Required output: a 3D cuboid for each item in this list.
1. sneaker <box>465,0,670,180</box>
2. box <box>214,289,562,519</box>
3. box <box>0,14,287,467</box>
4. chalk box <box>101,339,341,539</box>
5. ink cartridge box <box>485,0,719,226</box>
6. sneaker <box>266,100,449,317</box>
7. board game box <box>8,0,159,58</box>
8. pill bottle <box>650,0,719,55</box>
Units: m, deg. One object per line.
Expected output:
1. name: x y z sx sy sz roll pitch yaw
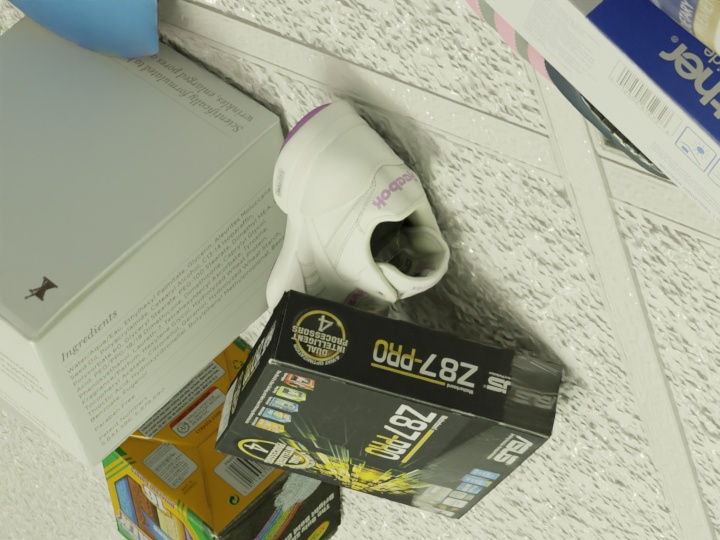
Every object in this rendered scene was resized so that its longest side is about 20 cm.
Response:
1. sneaker: 0.083 -0.116 0.895 0.200 0.070 0.082 51 174 3
2. box: 0.010 0.080 1.248 0.160 0.049 0.200 15 158 -9
3. box: -0.167 -0.030 1.291 0.199 0.200 0.131 34 155 32
4. chalk box: -0.097 0.161 1.564 0.124 0.125 0.201 39 154 22
5. ink cartridge box: 0.100 -0.117 0.805 0.200 0.094 0.044 45 157 9
6. sneaker: 0.000 0.000 1.195 0.099 0.075 0.201 39 156 25
7. board game box: -0.166 -0.207 1.219 0.157 0.039 0.200 31 152 15
8. pill bottle: 0.089 -0.167 0.725 0.200 0.111 0.111 42 156 17
